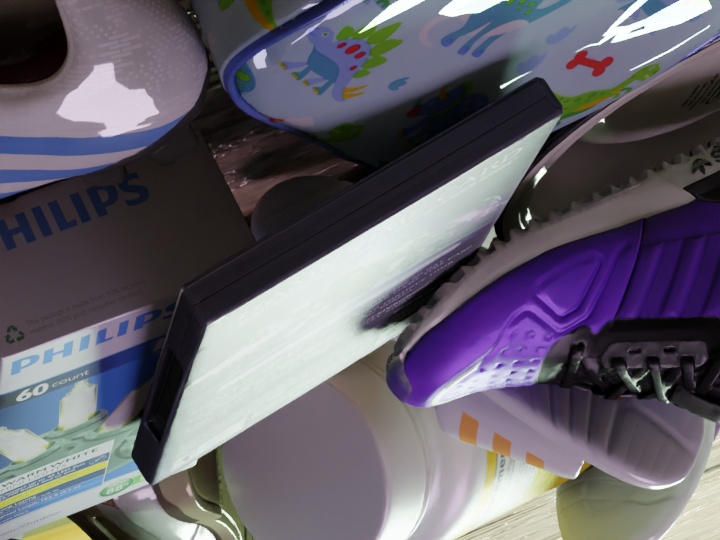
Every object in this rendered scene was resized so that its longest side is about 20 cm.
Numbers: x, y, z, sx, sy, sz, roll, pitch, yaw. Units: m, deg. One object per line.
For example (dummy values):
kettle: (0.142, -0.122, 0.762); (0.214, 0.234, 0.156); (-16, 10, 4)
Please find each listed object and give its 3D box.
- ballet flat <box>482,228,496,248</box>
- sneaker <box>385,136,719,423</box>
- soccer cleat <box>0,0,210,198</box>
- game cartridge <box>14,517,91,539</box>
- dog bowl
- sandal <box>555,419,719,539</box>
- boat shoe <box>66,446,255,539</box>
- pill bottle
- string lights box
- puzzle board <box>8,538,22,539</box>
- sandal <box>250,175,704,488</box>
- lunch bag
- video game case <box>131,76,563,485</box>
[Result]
ballet flat: (0.000, 0.000, 1.087); (0.200, 0.072, 0.072); (-25, 161, -1)
sneaker: (0.111, 0.020, 0.967); (0.200, 0.100, 0.070); (-26, 167, -14)
soccer cleat: (-0.144, -0.048, 0.810); (0.200, 0.070, 0.086); (-25, 134, 21)
game cartridge: (-0.120, 0.094, 1.243); (0.176, 0.032, 0.200); (-17, 158, -20)
dog bowl: (0.131, -0.085, 1.004); (0.200, 0.074, 0.200); (-22, 160, -8)
sandal: (0.154, 0.073, 1.281); (0.082, 0.203, 0.050); (-14, 132, 34)
boat shoe: (-0.091, 0.102, 1.163); (0.068, 0.075, 0.200); (-8, 159, 7)
pill bottle: (0.034, 0.067, 1.175); (0.114, 0.114, 0.200); (-39, 167, 38)
string lights box: (-0.106, 0.031, 0.945); (0.103, 0.059, 0.200); (-21, 161, -19)
puzzle board: (-0.136, 0.146, 1.172); (0.150, 0.017, 0.200); (7, 167, 12)
sandal: (0.045, 0.030, 1.039); (0.079, 0.206, 0.059); (-55, 172, -41)
lunch bag: (0.040, -0.105, 0.829); (0.161, 0.083, 0.200); (-29, 160, 18)
video game case: (-0.010, 0.009, 0.889); (0.143, 0.019, 0.200); (-31, 168, -18)
